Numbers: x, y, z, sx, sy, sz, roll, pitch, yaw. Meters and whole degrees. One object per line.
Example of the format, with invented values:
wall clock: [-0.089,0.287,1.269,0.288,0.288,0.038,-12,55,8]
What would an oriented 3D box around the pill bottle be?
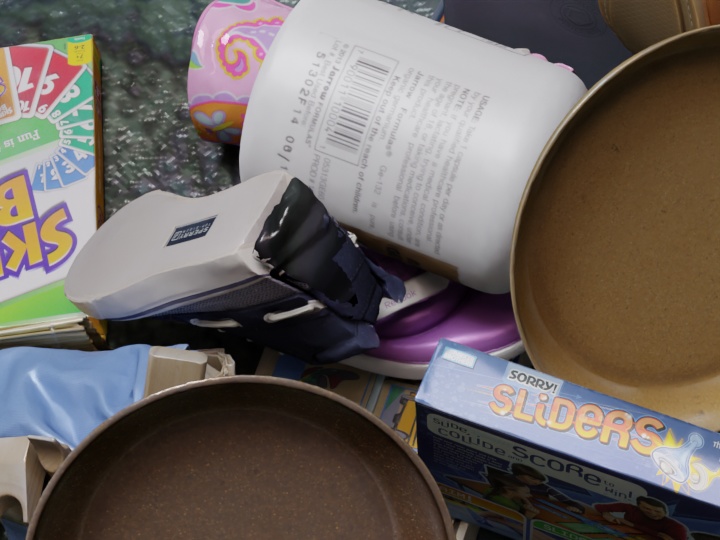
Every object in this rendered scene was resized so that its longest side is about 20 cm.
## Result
pill bottle: [0.052,-0.053,1.325,0.199,0.114,0.115,21,64,14]

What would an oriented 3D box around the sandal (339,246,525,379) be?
sandal: [-0.001,0.007,1.377,0.202,0.050,0.083,5,60,15]

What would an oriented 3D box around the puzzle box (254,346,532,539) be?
puzzle box: [0.000,0.098,1.367,0.132,0.025,0.201,11,62,15]

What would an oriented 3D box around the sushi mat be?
sushi mat: [-0.224,0.053,1.391,0.199,0.096,0.012,-9,73,4]

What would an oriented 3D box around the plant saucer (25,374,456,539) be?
plant saucer: [-0.055,0.137,1.269,0.200,0.201,0.037,-15,18,0]

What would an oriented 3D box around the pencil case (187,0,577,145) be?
pencil case: [0.010,-0.089,1.441,0.199,0.088,0.088,13,62,18]

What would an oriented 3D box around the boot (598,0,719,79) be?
boot: [0.196,-0.137,1.309,0.155,0.200,0.074,-40,59,-9]

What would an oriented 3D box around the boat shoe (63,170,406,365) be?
boat shoe: [-0.063,0.011,1.343,0.200,0.093,0.075,-6,47,57]

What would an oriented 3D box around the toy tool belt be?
toy tool belt: [-0.149,0.080,1.327,0.199,0.123,0.125,-5,50,19]

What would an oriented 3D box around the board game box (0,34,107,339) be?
board game box: [-0.185,-0.034,1.479,0.095,0.030,0.201,-8,60,5]

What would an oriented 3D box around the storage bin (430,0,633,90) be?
storage bin: [0.136,-0.164,1.438,0.199,0.134,0.146,20,64,19]

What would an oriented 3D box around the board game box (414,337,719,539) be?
board game box: [0.123,0.103,1.262,0.199,0.135,0.035,19,67,10]

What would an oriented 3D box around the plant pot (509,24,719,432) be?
plant pot: [0.153,-0.020,1.252,0.200,0.201,0.027,-30,31,-9]
